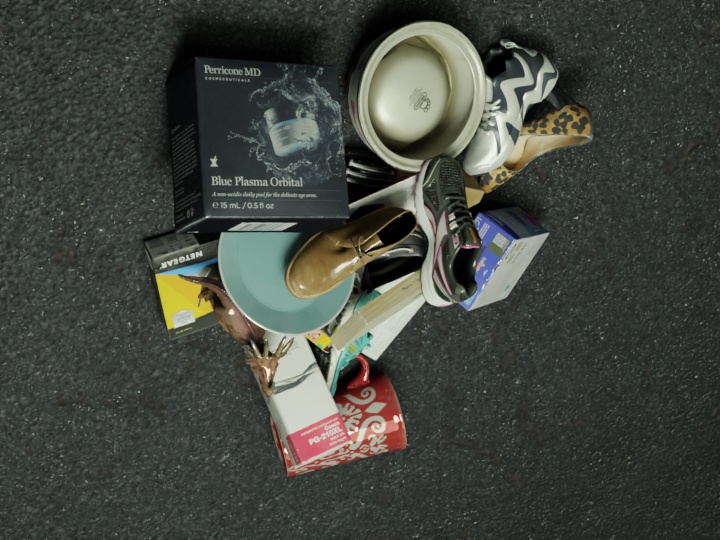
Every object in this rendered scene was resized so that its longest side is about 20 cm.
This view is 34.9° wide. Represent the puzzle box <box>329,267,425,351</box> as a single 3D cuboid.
[{"bbox_3d":[0.056,0.037,1.609,0.199,0.026,0.133,-32,173,-27],"label":"puzzle box"}]

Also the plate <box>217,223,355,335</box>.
[{"bbox_3d":[-0.099,-0.013,1.513,0.199,0.026,0.202,5,79,-28],"label":"plate"}]

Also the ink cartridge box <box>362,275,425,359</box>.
[{"bbox_3d":[-0.006,0.027,1.772,0.199,0.047,0.160,33,106,-24],"label":"ink cartridge box"}]

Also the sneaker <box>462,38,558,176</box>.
[{"bbox_3d":[0.181,-0.240,1.628,0.129,0.080,0.200,26,109,-38],"label":"sneaker"}]

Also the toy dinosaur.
[{"bbox_3d":[-0.159,0.067,1.563,0.086,0.136,0.200,-36,126,5],"label":"toy dinosaur"}]

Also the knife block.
[{"bbox_3d":[0.062,-0.133,1.652,0.199,0.064,0.176,-27,135,-1],"label":"knife block"}]

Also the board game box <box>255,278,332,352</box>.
[{"bbox_3d":[-0.107,0.039,1.607,0.030,0.096,0.200,-37,136,7],"label":"board game box"}]

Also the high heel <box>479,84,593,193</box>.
[{"bbox_3d":[0.254,-0.170,1.676,0.071,0.143,0.201,18,115,-37],"label":"high heel"}]

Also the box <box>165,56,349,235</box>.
[{"bbox_3d":[-0.130,-0.152,1.439,0.195,0.117,0.202,-2,82,-28],"label":"box"}]

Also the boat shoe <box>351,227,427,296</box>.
[{"bbox_3d":[0.000,0.000,1.593,0.199,0.063,0.073,-23,135,1],"label":"boat shoe"}]

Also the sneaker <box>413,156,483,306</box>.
[{"bbox_3d":[0.130,-0.052,1.526,0.080,0.086,0.202,-9,95,-31],"label":"sneaker"}]

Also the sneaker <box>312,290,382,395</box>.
[{"bbox_3d":[-0.020,0.113,1.748,0.079,0.078,0.201,9,116,-26],"label":"sneaker"}]

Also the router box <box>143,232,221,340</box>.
[{"bbox_3d":[-0.196,0.000,1.629,0.199,0.051,0.150,-19,131,-16],"label":"router box"}]

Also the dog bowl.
[{"bbox_3d":[0.068,-0.237,1.540,0.199,0.074,0.202,-9,108,-27],"label":"dog bowl"}]

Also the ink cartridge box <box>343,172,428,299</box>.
[{"bbox_3d":[0.019,-0.053,1.627,0.199,0.045,0.177,-23,135,1],"label":"ink cartridge box"}]

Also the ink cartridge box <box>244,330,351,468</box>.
[{"bbox_3d":[-0.097,0.182,1.696,0.084,0.201,0.145,-23,171,-12],"label":"ink cartridge box"}]

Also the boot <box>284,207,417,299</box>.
[{"bbox_3d":[-0.011,-0.030,1.506,0.199,0.075,0.074,-33,100,-22],"label":"boot"}]

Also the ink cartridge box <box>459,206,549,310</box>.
[{"bbox_3d":[0.197,-0.020,1.747,0.137,0.076,0.200,-58,162,20],"label":"ink cartridge box"}]

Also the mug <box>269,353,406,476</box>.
[{"bbox_3d":[-0.046,0.235,1.868,0.198,0.179,0.134,-16,167,-11],"label":"mug"}]
